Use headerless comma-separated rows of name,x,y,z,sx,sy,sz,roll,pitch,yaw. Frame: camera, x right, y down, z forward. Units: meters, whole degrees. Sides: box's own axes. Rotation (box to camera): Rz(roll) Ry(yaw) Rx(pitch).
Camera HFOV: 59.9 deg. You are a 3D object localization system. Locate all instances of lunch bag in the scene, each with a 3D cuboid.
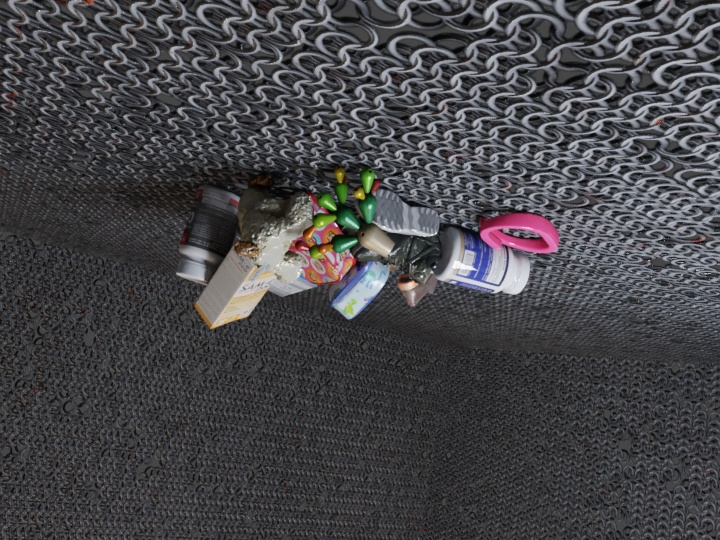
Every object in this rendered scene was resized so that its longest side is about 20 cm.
lunch bag,-0.117,-0.063,1.349,0.174,0.082,0.202,-9,121,51
lunch bag,0.000,0.000,1.436,0.082,0.202,0.161,37,117,-17

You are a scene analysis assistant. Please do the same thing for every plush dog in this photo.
plush dog,-0.194,-0.089,1.233,0.157,0.203,0.173,-5,-140,-28

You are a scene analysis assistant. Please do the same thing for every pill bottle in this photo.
pill bottle,-0.340,-0.076,1.401,0.111,0.205,0.114,15,170,3
pill bottle,0.263,-0.016,1.366,0.195,0.119,0.115,14,169,-18

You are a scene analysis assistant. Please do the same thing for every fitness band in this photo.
fitness band,0.316,-0.071,1.241,0.141,0.038,0.199,4,169,31

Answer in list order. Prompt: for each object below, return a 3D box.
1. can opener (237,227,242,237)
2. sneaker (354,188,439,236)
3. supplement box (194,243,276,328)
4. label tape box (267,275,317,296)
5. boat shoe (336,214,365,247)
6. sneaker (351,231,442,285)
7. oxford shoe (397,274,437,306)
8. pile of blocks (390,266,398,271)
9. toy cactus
can opener,-0.238,-0.091,1.612,0.053,0.069,0.198,2,166,42
sneaker,0.061,-0.102,1.225,0.197,0.077,0.081,17,166,-35
supplement box,-0.259,0.026,1.366,0.074,0.201,0.125,49,-149,15
label tape box,-0.214,0.007,1.511,0.197,0.068,0.142,-19,146,39
boat shoe,-0.020,-0.095,1.399,0.061,0.071,0.201,55,173,-9
sneaker,0.083,-0.026,1.307,0.194,0.117,0.077,-7,155,-16
oxford shoe,0.158,0.017,1.525,0.070,0.074,0.199,-3,-155,43
pile of blocks,0.122,-0.052,1.473,0.196,0.064,0.082,-10,149,29
toy cactus,-0.014,-0.084,1.125,0.163,0.202,0.102,34,-168,-9
